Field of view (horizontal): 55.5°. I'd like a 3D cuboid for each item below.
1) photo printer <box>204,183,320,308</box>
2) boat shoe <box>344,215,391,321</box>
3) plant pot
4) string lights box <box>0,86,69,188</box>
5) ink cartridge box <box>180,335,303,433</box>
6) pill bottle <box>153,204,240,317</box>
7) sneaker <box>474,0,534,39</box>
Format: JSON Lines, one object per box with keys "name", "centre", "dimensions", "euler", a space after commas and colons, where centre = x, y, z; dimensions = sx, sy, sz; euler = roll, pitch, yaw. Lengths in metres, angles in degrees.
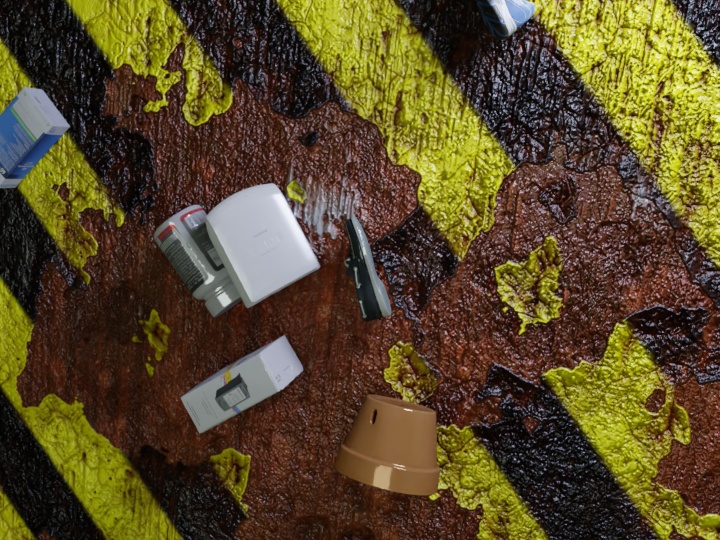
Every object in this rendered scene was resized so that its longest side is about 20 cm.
{"name": "photo printer", "centre": [-0.190, -0.056, 1.301], "dimensions": [0.165, 0.069, 0.202], "euler": [-28, 91, -18]}
{"name": "boat shoe", "centre": [0.000, 0.000, 1.290], "dimensions": [0.059, 0.076, 0.203], "euler": [-17, 94, 11]}
{"name": "plant pot", "centre": [0.060, 0.316, 1.277], "dimensions": [0.197, 0.200, 0.143], "euler": [11, 85, 13]}
{"name": "string lights box", "centre": [-0.720, -0.277, 1.444], "dimensions": [0.199, 0.059, 0.103], "euler": [-39, 87, 17]}
{"name": "ink cartridge box", "centre": [-0.231, 0.221, 1.350], "dimensions": [0.198, 0.148, 0.086], "euler": [-30, 91, 16]}
{"name": "pill bottle", "centre": [-0.306, -0.016, 1.348], "dimensions": [0.113, 0.114, 0.201], "euler": [-35, 89, 17]}
{"name": "sneaker", "centre": [0.221, -0.494, 1.160], "dimensions": [0.076, 0.076, 0.202], "euler": [-28, 91, -5]}
